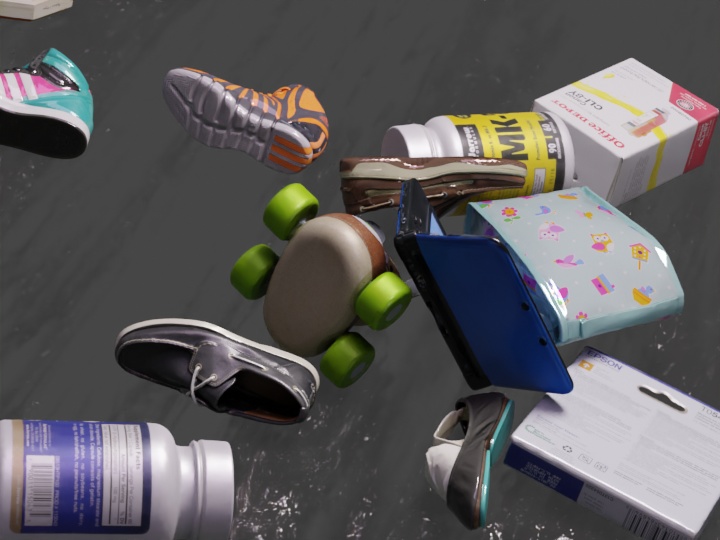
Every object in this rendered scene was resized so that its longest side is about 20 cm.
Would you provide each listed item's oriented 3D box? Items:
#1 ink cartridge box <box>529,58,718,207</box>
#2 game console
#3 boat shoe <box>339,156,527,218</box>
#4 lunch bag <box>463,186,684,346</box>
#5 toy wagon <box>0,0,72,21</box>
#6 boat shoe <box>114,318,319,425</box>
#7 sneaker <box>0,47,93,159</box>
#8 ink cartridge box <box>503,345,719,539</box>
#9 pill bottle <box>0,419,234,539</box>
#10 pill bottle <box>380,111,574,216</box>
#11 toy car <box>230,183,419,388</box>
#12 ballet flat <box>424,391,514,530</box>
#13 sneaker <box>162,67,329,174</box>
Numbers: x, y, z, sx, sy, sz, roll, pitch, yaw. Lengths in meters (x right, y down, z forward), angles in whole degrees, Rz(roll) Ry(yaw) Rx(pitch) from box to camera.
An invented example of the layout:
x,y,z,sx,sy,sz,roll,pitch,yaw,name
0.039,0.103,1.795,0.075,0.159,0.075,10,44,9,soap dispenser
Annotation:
x,y,z,sx,sy,sz,roll,pitch,yaw,name
0.312,-0.166,2.196,0.145,0.084,0.200,37,43,29,ink cartridge box
0.124,0.013,1.791,0.118,0.201,0.171,-17,32,18,game console
0.078,-0.084,1.953,0.201,0.075,0.075,0,4,0,boat shoe
0.221,0.008,1.914,0.170,0.122,0.200,-10,37,-29,lunch bag
-0.449,-0.379,2.291,0.200,0.040,0.155,35,42,28,toy wagon
-0.140,0.098,1.730,0.199,0.072,0.068,15,33,0,boat shoe
-0.387,-0.205,2.041,0.199,0.084,0.121,19,41,-5,sneaker
0.265,0.173,1.773,0.196,0.043,0.200,27,34,17,ink cartridge box
-0.213,0.189,1.551,0.199,0.120,0.120,3,38,-13,pill bottle
0.131,-0.120,2.059,0.199,0.115,0.115,-5,40,-21,pill bottle
0.000,0.000,1.851,0.164,0.158,0.200,43,33,18,toy car
0.098,0.178,1.708,0.068,0.068,0.200,8,26,10,ballet flat
-0.127,-0.186,2.114,0.199,0.078,0.112,30,35,6,sneaker
